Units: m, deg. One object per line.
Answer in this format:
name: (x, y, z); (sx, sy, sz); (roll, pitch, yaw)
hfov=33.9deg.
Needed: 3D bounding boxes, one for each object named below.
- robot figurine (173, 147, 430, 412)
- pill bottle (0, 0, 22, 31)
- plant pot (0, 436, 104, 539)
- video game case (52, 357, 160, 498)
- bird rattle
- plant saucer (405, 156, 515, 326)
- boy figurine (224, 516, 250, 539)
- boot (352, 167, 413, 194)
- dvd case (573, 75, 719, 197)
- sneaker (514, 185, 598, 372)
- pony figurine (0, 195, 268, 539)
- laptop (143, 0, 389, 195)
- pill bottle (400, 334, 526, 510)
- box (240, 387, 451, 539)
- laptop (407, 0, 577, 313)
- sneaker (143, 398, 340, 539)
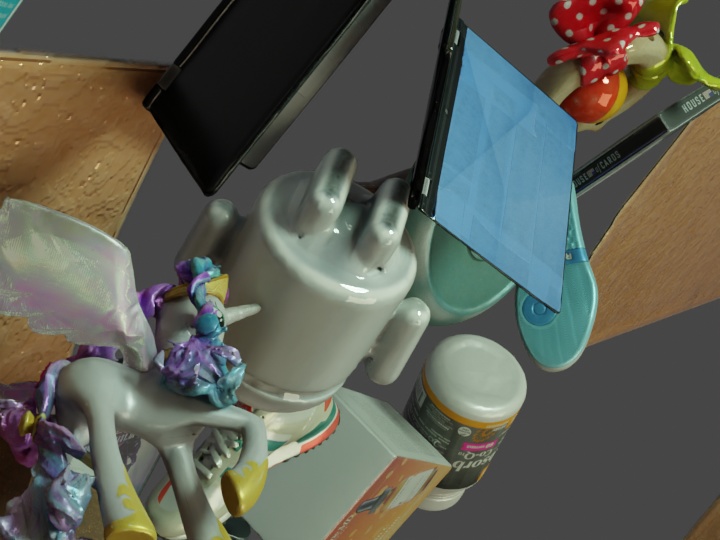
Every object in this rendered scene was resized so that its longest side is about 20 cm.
robot figurine: (-0.038, 0.016, 0.774); (0.200, 0.169, 0.113); (-56, -174, 38)
pill bottle: (-0.163, -0.119, 0.394); (0.200, 0.111, 0.111); (-52, 157, 8)
plant pot: (-0.234, 0.204, 0.739); (0.201, 0.186, 0.187); (-63, 157, -2)
video game case: (-0.197, 0.140, 0.871); (0.143, 0.019, 0.200); (-13, 140, -54)
bird rattle: (0.212, -0.166, 1.005); (0.200, 0.113, 0.163); (-15, 158, -47)
plant saucer: (0.099, -0.042, 0.943); (0.200, 0.027, 0.201); (-28, 132, -36)
boy figurine: (-0.170, 0.311, 1.130); (0.200, 0.064, 0.124); (-58, -177, 31)
boot: (0.000, 0.000, 0.942); (0.200, 0.064, 0.187); (-20, 143, -55)
dvd case: (0.280, -0.129, 1.173); (0.150, 0.025, 0.200); (-31, 177, -33)
sneaker: (0.184, 0.009, 1.146); (0.079, 0.201, 0.131); (-1, 163, 6)
pony figurine: (-0.137, 0.066, 0.629); (0.192, 0.201, 0.167); (10, 136, -22)
laptop: (-0.012, -0.121, 0.632); (0.187, 0.116, 0.200); (-49, 157, 6)
pill bottle: (0.102, 0.175, 1.327); (0.116, 0.116, 0.200); (-28, 150, -38)
box: (-0.016, 0.212, 1.190); (0.152, 0.106, 0.200); (-49, 157, 5)
laptop: (0.102, -0.114, 0.755); (0.200, 0.115, 0.188); (100, 2, -51)
sneaker: (-0.105, 0.137, 0.987); (0.199, 0.070, 0.094); (-34, 136, -25)
